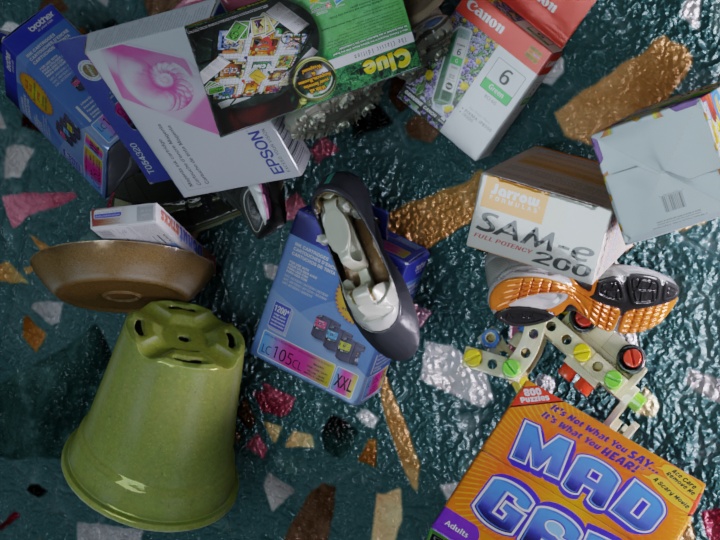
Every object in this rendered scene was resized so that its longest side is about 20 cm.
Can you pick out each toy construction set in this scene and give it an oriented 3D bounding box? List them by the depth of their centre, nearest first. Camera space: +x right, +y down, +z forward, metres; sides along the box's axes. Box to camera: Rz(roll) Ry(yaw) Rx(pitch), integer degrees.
[{"bbox_3d":[0.211,0.107,1.502,0.200,0.092,0.131,42,88,0],"label":"toy construction set"}]

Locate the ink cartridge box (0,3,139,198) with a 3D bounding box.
[{"bbox_3d":[-0.316,-0.193,1.620,0.076,0.137,0.200,-40,82,-21],"label":"ink cartridge box"}]

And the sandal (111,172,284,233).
[{"bbox_3d":[-0.176,-0.075,1.636,0.199,0.057,0.081,-10,79,9],"label":"sandal"}]

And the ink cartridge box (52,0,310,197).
[{"bbox_3d":[-0.177,-0.157,1.456,0.198,0.044,0.197,-10,132,27],"label":"ink cartridge box"}]

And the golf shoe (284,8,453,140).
[{"bbox_3d":[-0.008,-0.204,1.444,0.199,0.078,0.097,-36,77,-20],"label":"golf shoe"}]

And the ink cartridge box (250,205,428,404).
[{"bbox_3d":[-0.018,0.019,1.576,0.135,0.076,0.202,24,107,15],"label":"ink cartridge box"}]

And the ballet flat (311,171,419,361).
[{"bbox_3d":[0.000,0.000,1.480,0.072,0.073,0.202,-19,92,24],"label":"ballet flat"}]

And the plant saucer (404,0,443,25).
[{"bbox_3d":[0.015,-0.322,1.375,0.199,0.029,0.202,16,119,30],"label":"plant saucer"}]

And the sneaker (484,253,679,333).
[{"bbox_3d":[0.214,0.003,1.460,0.198,0.092,0.076,5,127,-15],"label":"sneaker"}]

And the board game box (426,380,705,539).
[{"bbox_3d":[0.181,0.277,1.451,0.199,0.200,0.201,30,142,13],"label":"board game box"}]

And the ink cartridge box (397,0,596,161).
[{"bbox_3d":[0.136,-0.222,1.485,0.109,0.050,0.201,40,113,10],"label":"ink cartridge box"}]

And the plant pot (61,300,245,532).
[{"bbox_3d":[-0.205,0.142,1.600,0.199,0.200,0.186,26,117,15],"label":"plant pot"}]

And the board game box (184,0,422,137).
[{"bbox_3d":[-0.051,-0.203,1.358,0.198,0.023,0.106,-19,105,-7],"label":"board game box"}]

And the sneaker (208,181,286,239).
[{"bbox_3d":[-0.150,-0.107,1.577,0.086,0.080,0.201,-35,61,8],"label":"sneaker"}]

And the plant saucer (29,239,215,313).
[{"bbox_3d":[-0.256,0.013,1.609,0.198,0.200,0.036,-6,73,22],"label":"plant saucer"}]

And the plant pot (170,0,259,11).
[{"bbox_3d":[-0.095,-0.225,1.511,0.199,0.200,0.179,-36,102,24],"label":"plant pot"}]

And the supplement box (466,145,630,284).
[{"bbox_3d":[0.191,-0.057,1.417,0.125,0.200,0.074,18,107,17],"label":"supplement box"}]

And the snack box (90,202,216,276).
[{"bbox_3d":[-0.216,-0.027,1.583,0.071,0.200,0.025,-6,73,11],"label":"snack box"}]

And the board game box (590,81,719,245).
[{"bbox_3d":[0.294,-0.104,1.366,0.104,0.200,0.104,-18,94,24],"label":"board game box"}]
